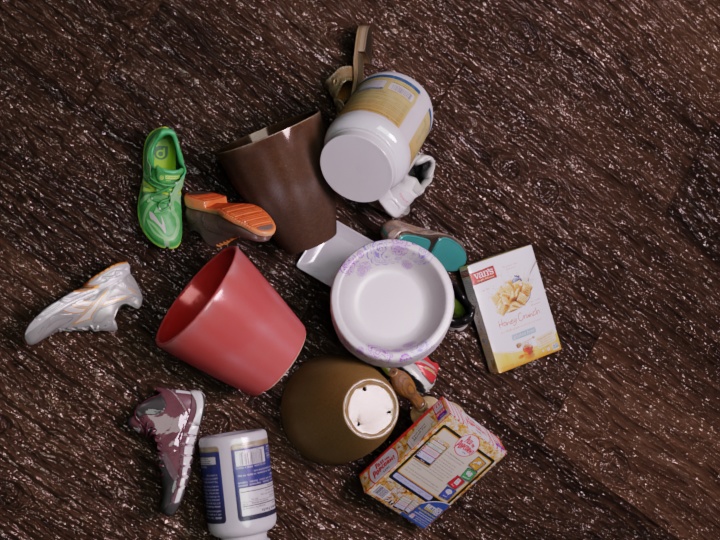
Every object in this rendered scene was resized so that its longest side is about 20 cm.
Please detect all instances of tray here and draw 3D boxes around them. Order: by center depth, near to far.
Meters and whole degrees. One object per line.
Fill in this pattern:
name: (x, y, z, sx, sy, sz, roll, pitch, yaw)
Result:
tray: (0.000, 0.000, 1.768, 0.199, 0.022, 0.108, 30, 75, 9)

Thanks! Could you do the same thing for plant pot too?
plant pot: (-0.195, 0.091, 1.641, 0.177, 0.200, 0.201, 40, 72, -19)
plant pot: (-0.014, 0.222, 1.671, 0.185, 0.200, 0.188, 3, 81, -19)
plant pot: (-0.116, -0.137, 1.707, 0.186, 0.187, 0.201, -27, 104, -20)

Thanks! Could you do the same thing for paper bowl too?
paper bowl: (0.050, 0.059, 1.684, 0.199, 0.104, 0.202, 0, 73, -1)

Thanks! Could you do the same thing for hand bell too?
hand bell: (0.092, 0.216, 1.707, 0.104, 0.104, 0.200, -56, 137, -17)

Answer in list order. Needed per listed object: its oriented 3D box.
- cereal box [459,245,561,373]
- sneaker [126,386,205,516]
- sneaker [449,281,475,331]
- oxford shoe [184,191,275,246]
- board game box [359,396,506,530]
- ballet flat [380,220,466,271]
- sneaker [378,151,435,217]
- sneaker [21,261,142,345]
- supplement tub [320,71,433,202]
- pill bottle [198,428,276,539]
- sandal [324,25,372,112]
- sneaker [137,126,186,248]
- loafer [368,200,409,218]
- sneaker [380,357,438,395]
cereal box: (0.271, 0.069, 1.866, 0.143, 0.039, 0.202, -18, 93, -23)
sneaker: (-0.320, 0.279, 1.633, 0.115, 0.076, 0.202, 15, 68, -11)
sneaker: (0.123, 0.035, 1.801, 0.199, 0.087, 0.074, 37, 73, -11)
oxford shoe: (-0.208, -0.071, 1.658, 0.071, 0.199, 0.074, -12, 116, -42)
board game box: (0.120, 0.322, 1.712, 0.200, 0.046, 0.151, -44, 121, 12)
ballet flat: (0.110, -0.051, 1.810, 0.199, 0.067, 0.068, 20, 108, -46)
sneaker: (0.089, -0.175, 1.778, 0.078, 0.099, 0.201, 45, 32, -30)
sneaker: (-0.430, 0.070, 1.617, 0.199, 0.076, 0.092, -34, 99, -19)
supplement tub: (0.026, -0.216, 1.670, 0.144, 0.145, 0.200, 40, 42, -10)
pill bottle: (-0.192, 0.358, 1.638, 0.110, 0.111, 0.202, -5, 85, -19)
sandal: (-0.028, -0.334, 1.822, 0.069, 0.078, 0.213, 4, 72, 13)
sneaker: (-0.322, -0.136, 1.673, 0.073, 0.084, 0.202, -3, 84, -19)
loafer: (0.003, -0.161, 1.805, 0.200, 0.063, 0.072, 46, 31, -18)
sneaker: (0.056, 0.126, 1.787, 0.200, 0.077, 0.085, 48, 51, -9)
